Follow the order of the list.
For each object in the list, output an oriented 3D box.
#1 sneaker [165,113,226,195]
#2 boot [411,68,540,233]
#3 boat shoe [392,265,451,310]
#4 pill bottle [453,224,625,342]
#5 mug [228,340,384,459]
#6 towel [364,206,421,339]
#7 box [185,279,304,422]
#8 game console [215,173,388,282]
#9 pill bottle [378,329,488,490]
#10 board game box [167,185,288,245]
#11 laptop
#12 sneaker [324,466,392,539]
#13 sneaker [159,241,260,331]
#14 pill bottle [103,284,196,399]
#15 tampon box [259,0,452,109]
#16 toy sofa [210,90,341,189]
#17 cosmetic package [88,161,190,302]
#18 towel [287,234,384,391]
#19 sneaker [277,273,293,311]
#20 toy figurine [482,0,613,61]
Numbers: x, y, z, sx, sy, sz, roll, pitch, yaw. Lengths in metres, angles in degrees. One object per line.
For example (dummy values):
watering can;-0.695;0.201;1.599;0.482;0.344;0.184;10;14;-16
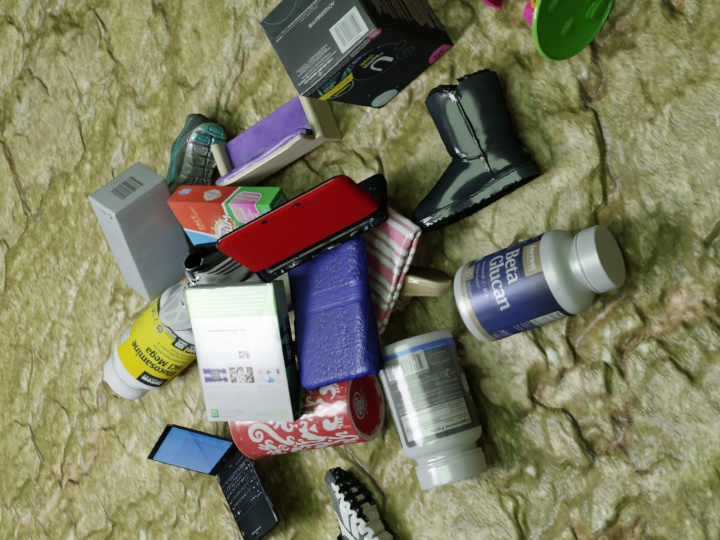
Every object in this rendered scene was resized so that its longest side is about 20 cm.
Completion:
sneaker;-0.279;-0.166;1.754;0.200;0.078;0.091;-60;40;23
boot;0.127;-0.161;1.467;0.200;0.076;0.168;-29;79;24
boat shoe;0.046;0.028;1.539;0.200;0.071;0.065;4;99;44
pill bottle;0.230;0.013;1.386;0.200;0.111;0.111;-23;79;32
mug;-0.086;0.191;1.577;0.200;0.178;0.133;-9;45;30
towel;0.000;0.000;1.512;0.146;0.030;0.200;34;109;41
box;-0.162;0.114;1.523;0.144;0.036;0.200;-3;103;25
game console;-0.075;-0.081;1.442;0.200;0.172;0.119;-26;120;16
pill bottle;0.099;0.190;1.479;0.114;0.114;0.200;-23;80;32
board game box;-0.176;-0.059;1.643;0.200;0.040;0.153;4;137;34
laptop;-0.230;0.335;1.670;0.200;0.103;0.177;63;151;16
sneaker;-0.006;0.385;1.584;0.090;0.066;0.200;-45;71;24
sneaker;-0.245;0.012;1.598;0.200;0.115;0.076;-34;57;19
pill bottle;-0.327;0.122;1.761;0.200;0.112;0.112;-42;70;28
tampon box;-0.003;-0.319;1.475;0.150;0.200;0.126;-37;72;30
toy sofa;-0.137;-0.194;1.632;0.200;0.098;0.083;-27;77;32
cosmetic package;-0.337;-0.059;1.693;0.071;0.101;0.200;31;149;34
towel;-0.034;0.057;1.492;0.148;0.050;0.200;-18;73;43
sneaker;-0.138;0.032;1.630;0.200;0.075;0.087;-29;90;41
toy figurine;0.223;-0.390;1.380;0.184;0.150;0.200;37;89;37
